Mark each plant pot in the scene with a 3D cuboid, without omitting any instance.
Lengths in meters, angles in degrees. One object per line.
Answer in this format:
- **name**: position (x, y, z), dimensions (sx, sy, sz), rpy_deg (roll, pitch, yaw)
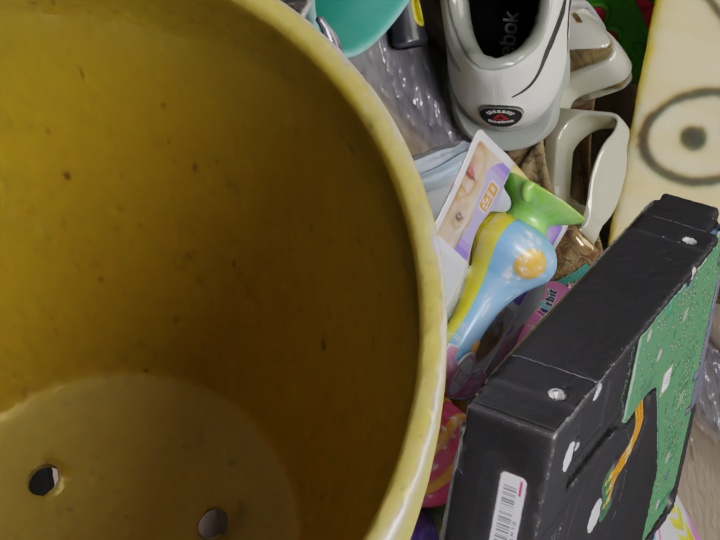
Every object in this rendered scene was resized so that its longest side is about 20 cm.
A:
- **plant pot**: position (-0.071, 0.045, 0.502), dimensions (0.142, 0.199, 0.201), rpy_deg (71, 20, -63)

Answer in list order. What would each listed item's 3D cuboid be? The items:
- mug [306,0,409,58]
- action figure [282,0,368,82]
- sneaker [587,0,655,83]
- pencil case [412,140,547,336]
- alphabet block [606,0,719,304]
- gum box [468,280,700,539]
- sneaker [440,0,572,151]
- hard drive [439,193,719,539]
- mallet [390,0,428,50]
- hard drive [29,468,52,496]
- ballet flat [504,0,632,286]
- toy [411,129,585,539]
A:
- **mug**: position (-0.031, -0.157, 0.784), dimensions (0.152, 0.114, 0.185), rpy_deg (-58, 163, -28)
- **action figure**: position (-0.054, -0.063, 0.666), dimensions (0.119, 0.102, 0.201), rpy_deg (-108, 175, -67)
- **sneaker**: position (0.127, -0.197, 1.136), dimensions (0.084, 0.076, 0.201), rpy_deg (-63, 143, -56)
- **pencil case**: position (0.000, 0.000, 0.821), dimensions (0.200, 0.083, 0.091), rpy_deg (-13, 107, -61)
- **alphabet block**: position (0.251, -0.069, 1.082), dimensions (0.196, 0.199, 0.197), rpy_deg (22, 80, -71)
- **gum box**: position (0.085, 0.114, 0.941), dimensions (0.201, 0.066, 0.114), rpy_deg (61, 35, -27)
- **sneaker**: position (0.067, -0.164, 0.983), dimensions (0.089, 0.074, 0.201), rpy_deg (69, 17, -72)
- **hard drive**: position (0.080, 0.069, 0.793), dimensions (0.200, 0.038, 0.140), rpy_deg (-40, 144, -54)
- **mallet**: position (0.011, -0.200, 0.970), dimensions (0.066, 0.041, 0.201), rpy_deg (-28, 108, -62)
- **hard drive**: position (-0.141, 0.052, 0.592), dimensions (0.139, 0.038, 0.201), rpy_deg (1, 79, -60)
- **ballet flat**: position (0.099, -0.074, 1.037), dimensions (0.070, 0.065, 0.201), rpy_deg (38, 48, -48)
- **toy**: position (0.026, 0.061, 0.765), dimensions (0.201, 0.047, 0.115), rpy_deg (-65, 155, -5)
